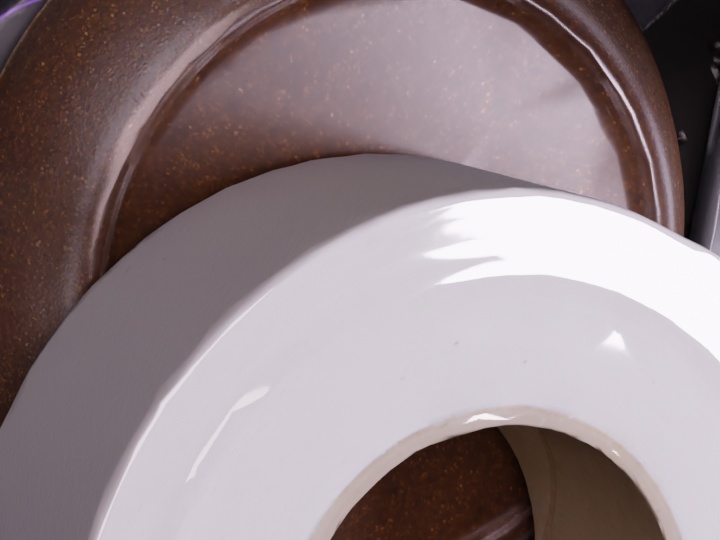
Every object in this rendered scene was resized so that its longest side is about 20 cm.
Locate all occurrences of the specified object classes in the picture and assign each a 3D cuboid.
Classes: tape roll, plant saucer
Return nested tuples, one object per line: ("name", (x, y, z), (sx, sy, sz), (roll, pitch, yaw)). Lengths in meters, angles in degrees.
("tape roll", (0.013, 0.077, 0.651), (0.201, 0.071, 0.204), (-5, 102, -26))
("plant saucer", (0.000, 0.000, 0.691), (0.199, 0.034, 0.202), (-6, 105, -24))

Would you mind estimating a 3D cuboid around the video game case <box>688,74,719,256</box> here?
("video game case", (0.205, -0.055, 0.843), (0.199, 0.022, 0.184), (13, 84, -9))

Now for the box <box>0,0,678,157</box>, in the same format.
("box", (-0.023, -0.072, 0.743), (0.200, 0.106, 0.122), (-42, 114, -11))
